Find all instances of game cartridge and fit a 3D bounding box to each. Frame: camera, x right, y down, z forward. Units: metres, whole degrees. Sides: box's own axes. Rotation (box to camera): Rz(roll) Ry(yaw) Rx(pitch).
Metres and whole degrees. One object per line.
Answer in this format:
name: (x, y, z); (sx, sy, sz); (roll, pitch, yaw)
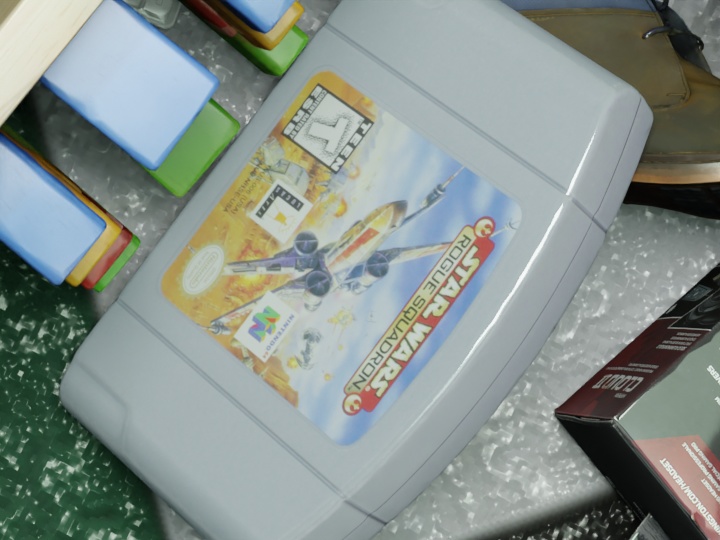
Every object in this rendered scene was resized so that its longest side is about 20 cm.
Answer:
game cartridge: (0.000, 0.000, 0.805); (0.201, 0.133, 0.041); (-53, 140, 0)

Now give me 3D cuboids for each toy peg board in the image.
toy peg board: (-0.061, -0.075, 0.755); (0.098, 0.199, 0.200); (39, 89, -15)

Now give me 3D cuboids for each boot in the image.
boot: (0.103, -0.067, 0.828); (0.198, 0.075, 0.098); (-5, 80, 21)

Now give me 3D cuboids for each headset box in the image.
headset box: (0.179, 0.056, 0.869); (0.200, 0.077, 0.149); (-41, 96, -9)

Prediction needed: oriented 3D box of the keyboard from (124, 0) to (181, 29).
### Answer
keyboard: (-0.059, -0.188, 0.861); (0.056, 0.011, 0.201); (20, 85, -10)
